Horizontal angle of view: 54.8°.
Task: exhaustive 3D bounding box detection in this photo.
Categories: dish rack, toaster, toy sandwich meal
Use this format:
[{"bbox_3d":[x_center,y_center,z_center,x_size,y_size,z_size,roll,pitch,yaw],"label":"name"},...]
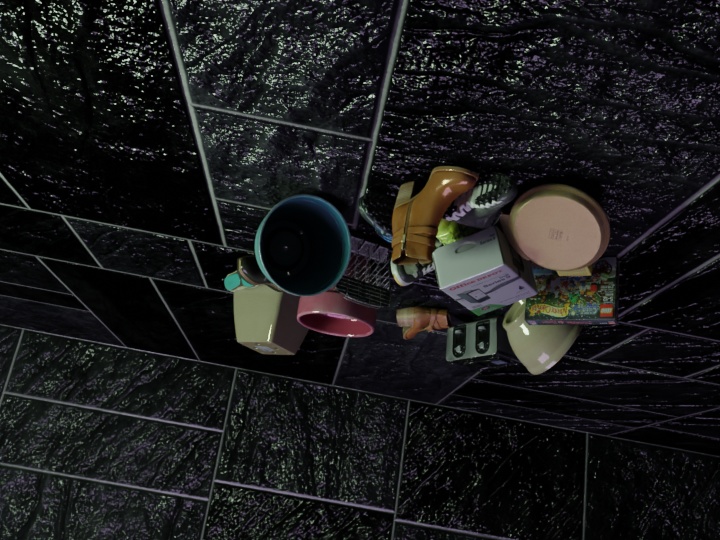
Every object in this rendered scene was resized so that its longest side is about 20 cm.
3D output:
[{"bbox_3d":[0.000,0.000,1.538,0.150,0.204,0.055,17,137,-19],"label":"dish rack"},{"bbox_3d":[0.371,0.219,2.020,0.178,0.122,0.197,-15,155,41],"label":"toaster"},{"bbox_3d":[0.359,-0.084,1.271,0.200,0.071,0.209,17,134,18],"label":"toy sandwich meal"}]

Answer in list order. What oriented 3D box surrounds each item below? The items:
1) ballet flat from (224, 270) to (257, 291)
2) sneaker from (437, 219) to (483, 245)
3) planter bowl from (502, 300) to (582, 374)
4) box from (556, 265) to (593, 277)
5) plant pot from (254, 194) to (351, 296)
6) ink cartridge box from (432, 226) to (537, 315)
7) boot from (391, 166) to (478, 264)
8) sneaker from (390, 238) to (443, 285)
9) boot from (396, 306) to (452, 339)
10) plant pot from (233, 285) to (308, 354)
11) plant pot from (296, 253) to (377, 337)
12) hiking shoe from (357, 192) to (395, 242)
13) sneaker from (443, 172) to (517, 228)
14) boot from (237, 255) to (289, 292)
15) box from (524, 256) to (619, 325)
[{"bbox_3d":[-0.315,0.017,1.948,0.061,0.070,0.198,-13,-178,-39],"label":"ballet flat"},{"bbox_3d":[0.199,-0.067,1.422,0.197,0.079,0.074,25,155,-38],"label":"sneaker"},{"bbox_3d":[0.440,0.134,1.727,0.134,0.202,0.200,39,156,-4],"label":"planter bowl"},{"bbox_3d":[0.424,-0.044,1.419,0.073,0.052,0.199,-1,158,29],"label":"box"},{"bbox_3d":[-0.140,-0.050,1.486,0.195,0.206,0.187,16,174,-19],"label":"plant pot"},{"bbox_3d":[0.249,0.006,1.386,0.143,0.086,0.199,-23,151,25],"label":"ink cartridge box"},{"bbox_3d":[0.128,-0.096,1.257,0.197,0.160,0.076,-10,153,43],"label":"boot"},{"bbox_3d":[0.141,-0.031,1.474,0.086,0.077,0.199,-19,-173,41],"label":"sneaker"},{"bbox_3d":[0.196,0.158,2.052,0.150,0.076,0.200,-3,164,13],"label":"boot"},{"bbox_3d":[-0.264,0.148,2.079,0.195,0.182,0.199,-4,157,31],"label":"plant pot"},{"bbox_3d":[-0.048,0.049,1.701,0.194,0.184,0.201,8,160,3],"label":"plant pot"},{"bbox_3d":[0.052,-0.093,1.423,0.085,0.077,0.198,-10,152,42],"label":"hiking shoe"},{"bbox_3d":[0.233,-0.122,1.269,0.089,0.068,0.199,23,161,-23],"label":"sneaker"},{"bbox_3d":[-0.214,-0.005,1.819,0.136,0.080,0.198,-13,162,34],"label":"boot"},{"bbox_3d":[0.461,0.046,1.515,0.195,0.140,0.038,-4,157,32],"label":"box"}]
